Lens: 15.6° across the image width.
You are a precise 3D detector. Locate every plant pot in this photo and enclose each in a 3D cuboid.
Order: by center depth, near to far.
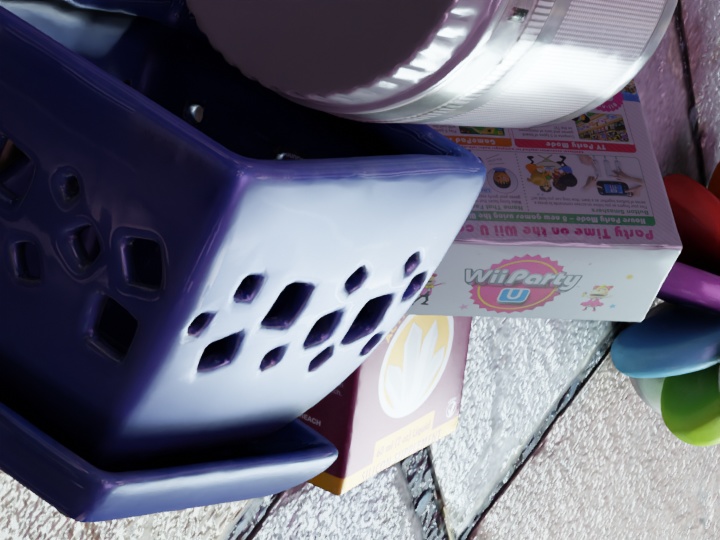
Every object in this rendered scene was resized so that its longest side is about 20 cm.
[{"bbox_3d":[-0.095,-0.008,1.116,0.200,0.200,0.180,-3,119,-57],"label":"plant pot"}]

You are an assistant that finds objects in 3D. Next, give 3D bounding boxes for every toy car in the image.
[{"bbox_3d":[0.235,0.011,1.715,0.150,0.175,0.200,30,83,-25],"label":"toy car"}]

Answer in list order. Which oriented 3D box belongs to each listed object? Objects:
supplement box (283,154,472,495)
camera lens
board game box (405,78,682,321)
[{"bbox_3d":[0.000,0.000,1.373,0.110,0.085,0.201,-25,130,-49],"label":"supplement box"},{"bbox_3d":[0.034,-0.141,1.102,0.200,0.160,0.161,-3,112,-59],"label":"camera lens"},{"bbox_3d":[0.058,-0.075,1.259,0.147,0.200,0.064,2,142,-17],"label":"board game box"}]
